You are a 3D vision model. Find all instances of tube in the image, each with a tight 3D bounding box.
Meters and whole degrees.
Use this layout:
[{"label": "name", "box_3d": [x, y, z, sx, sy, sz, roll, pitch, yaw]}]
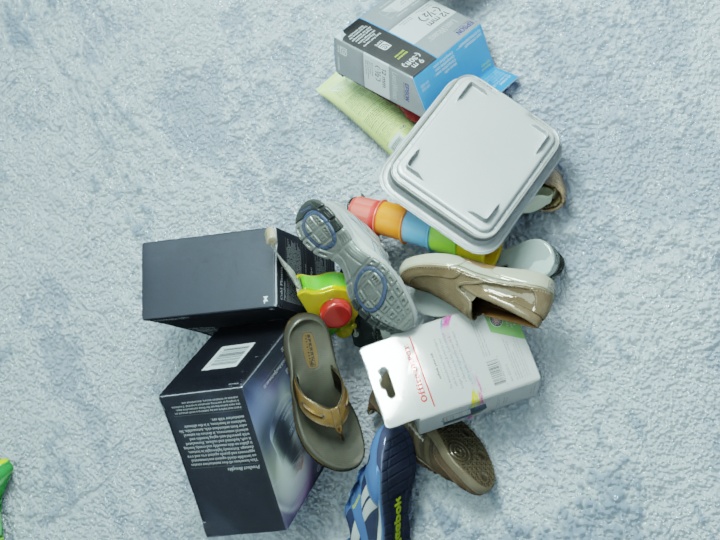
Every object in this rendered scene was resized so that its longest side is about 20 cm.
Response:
[{"label": "tube", "box_3d": [0.028, -0.207, 1.744, 0.200, 0.058, 0.052, 48, 136, 25]}]

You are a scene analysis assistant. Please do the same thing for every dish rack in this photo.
[{"label": "dish rack", "box_3d": [0.138, -0.137, 1.562, 0.171, 0.044, 0.200, 34, 68, 8]}]

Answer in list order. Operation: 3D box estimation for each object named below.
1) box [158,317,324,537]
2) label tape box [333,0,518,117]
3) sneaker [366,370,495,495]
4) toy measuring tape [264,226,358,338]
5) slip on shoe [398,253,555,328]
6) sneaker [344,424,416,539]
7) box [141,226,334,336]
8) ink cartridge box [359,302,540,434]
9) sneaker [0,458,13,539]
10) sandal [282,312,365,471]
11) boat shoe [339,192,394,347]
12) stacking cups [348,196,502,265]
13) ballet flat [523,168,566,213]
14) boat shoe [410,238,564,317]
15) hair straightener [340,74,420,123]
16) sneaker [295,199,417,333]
[{"label": "box", "box_3d": [-0.134, 0.193, 1.630, 0.122, 0.200, 0.200, -8, 110, 21]}, {"label": "label tape box", "box_3d": [0.085, -0.275, 1.673, 0.199, 0.066, 0.143, 31, 55, 29]}, {"label": "sneaker", "box_3d": [0.088, 0.216, 1.652, 0.200, 0.070, 0.076, 49, 127, 20]}, {"label": "toy measuring tape", "box_3d": [-0.048, 0.011, 1.616, 0.073, 0.201, 0.074, -17, 40, 15]}, {"label": "slip on shoe", "box_3d": [0.135, 0.028, 1.572, 0.198, 0.076, 0.061, 10, 68, 20]}, {"label": "sneaker", "box_3d": [0.018, 0.281, 1.634, 0.082, 0.074, 0.202, 19, 111, 38]}, {"label": "box", "box_3d": [-0.157, 0.018, 1.712, 0.198, 0.182, 0.105, -6, 79, 22]}, {"label": "ink cartridge box", "box_3d": [0.108, 0.124, 1.601, 0.198, 0.067, 0.118, -17, 68, -5]}, {"label": "sneaker", "box_3d": [-0.548, 0.369, 1.897, 0.083, 0.074, 0.201, 24, 89, -1]}, {"label": "sandal", "box_3d": [-0.043, 0.149, 1.587, 0.081, 0.055, 0.202, -11, 90, -20]}, {"label": "boat shoe", "box_3d": [0.000, 0.000, 1.706, 0.060, 0.076, 0.202, -13, 76, 15]}, {"label": "stacking cups", "box_3d": [0.078, -0.049, 1.624, 0.199, 0.060, 0.061, 13, 87, 28]}, {"label": "ballet flat", "box_3d": [0.164, -0.098, 1.603, 0.198, 0.068, 0.068, -4, 43, -13]}, {"label": "boat shoe", "box_3d": [0.161, 0.016, 1.640, 0.198, 0.064, 0.071, -16, 74, 22]}, {"label": "hair straightener", "box_3d": [0.062, -0.233, 1.726, 0.199, 0.077, 0.041, 26, 128, 15]}, {"label": "sneaker", "box_3d": [0.008, -0.013, 1.599, 0.074, 0.087, 0.201, -41, 81, 30]}]
